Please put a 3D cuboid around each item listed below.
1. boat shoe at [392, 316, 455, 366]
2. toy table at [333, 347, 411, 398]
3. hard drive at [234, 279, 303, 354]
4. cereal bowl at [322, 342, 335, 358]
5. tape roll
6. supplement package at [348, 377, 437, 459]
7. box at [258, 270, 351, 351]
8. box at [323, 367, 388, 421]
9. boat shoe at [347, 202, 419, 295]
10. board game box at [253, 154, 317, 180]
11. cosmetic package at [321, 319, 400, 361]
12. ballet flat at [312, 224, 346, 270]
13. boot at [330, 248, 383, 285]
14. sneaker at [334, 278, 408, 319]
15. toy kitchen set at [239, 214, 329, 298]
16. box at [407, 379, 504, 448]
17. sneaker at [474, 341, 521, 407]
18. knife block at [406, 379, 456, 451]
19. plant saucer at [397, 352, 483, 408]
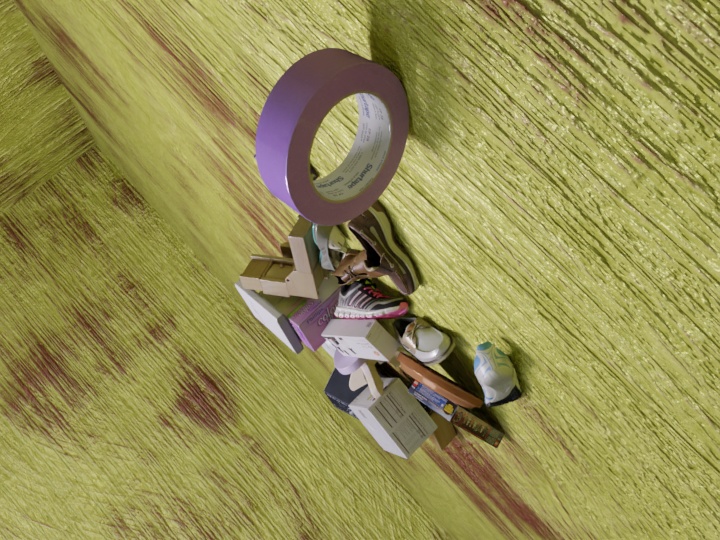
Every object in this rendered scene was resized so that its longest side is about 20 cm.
[{"bbox_3d":[0.117,0.137,1.256,0.068,0.075,0.199,46,165,-15],"label":"boat shoe"},{"bbox_3d":[0.018,0.211,1.512,0.182,0.201,0.118,-28,112,32],"label":"toy table"},{"bbox_3d":[-0.223,0.111,1.522,0.199,0.027,0.133,33,156,44],"label":"hard drive"},{"bbox_3d":[-0.071,0.200,1.845,0.200,0.083,0.201,44,163,17],"label":"cereal bowl"},{"bbox_3d":[-0.030,-0.161,0.767,0.065,0.200,0.202,33,158,36],"label":"tape roll"},{"bbox_3d":[0.076,0.363,1.566,0.157,0.110,0.200,51,162,-2],"label":"supplement package"},{"bbox_3d":[-0.121,0.068,1.524,0.199,0.176,0.098,28,154,47],"label":"box"},{"bbox_3d":[0.018,0.360,1.791,0.197,0.125,0.197,24,160,17],"label":"box"},{"bbox_3d":[0.035,-0.025,1.110,0.074,0.075,0.204,22,148,55],"label":"boat shoe"},{"bbox_3d":[-0.155,-0.210,1.265,0.121,0.032,0.199,56,163,-9],"label":"board game box"},{"bbox_3d":[-0.004,0.151,1.369,0.082,0.051,0.199,42,158,-21],"label":"cosmetic package"},{"bbox_3d":[-0.059,-0.060,1.320,0.062,0.068,0.201,16,156,8],"label":"ballet flat"},{"bbox_3d":[0.000,0.000,1.254,0.074,0.075,0.199,53,161,-11],"label":"boot"},{"bbox_3d":[0.019,0.057,1.324,0.073,0.090,0.198,7,172,-42],"label":"sneaker"},{"bbox_3d":[-0.173,-0.063,1.451,0.196,0.165,0.183,6,133,19],"label":"toy kitchen set"},{"bbox_3d":[0.208,0.308,1.350,0.199,0.040,0.136,37,174,-40],"label":"box"},{"bbox_3d":[0.239,0.187,1.098,0.201,0.070,0.074,63,-168,-55],"label":"sneaker"},{"bbox_3d":[0.183,0.368,1.605,0.201,0.064,0.176,48,164,3],"label":"knife block"},{"bbox_3d":[0.161,0.231,1.294,0.198,0.033,0.200,31,177,2],"label":"plant saucer"}]
